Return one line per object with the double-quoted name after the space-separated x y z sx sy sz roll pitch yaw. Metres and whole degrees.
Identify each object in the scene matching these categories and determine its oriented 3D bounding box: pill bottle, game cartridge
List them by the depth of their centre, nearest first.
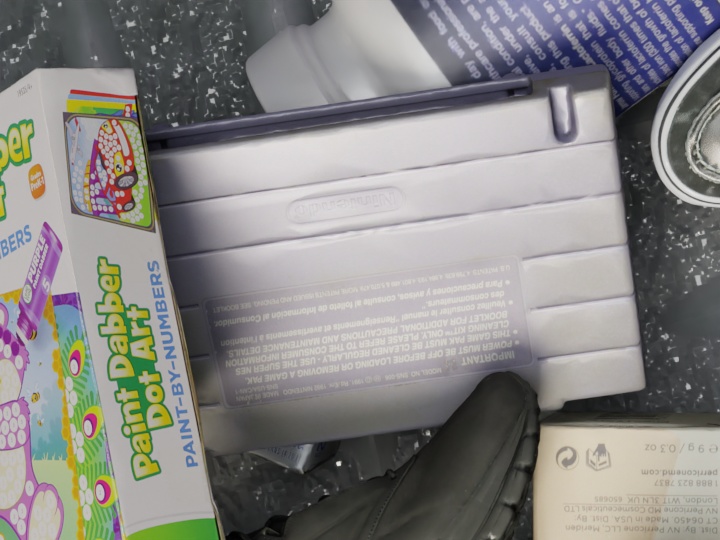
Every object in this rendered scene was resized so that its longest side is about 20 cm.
0.000 0.000 0.918 0.198 0.038 0.130 -8 121 5 "game cartridge"
0.061 -0.101 0.953 0.200 0.116 0.116 -37 84 8 "pill bottle"

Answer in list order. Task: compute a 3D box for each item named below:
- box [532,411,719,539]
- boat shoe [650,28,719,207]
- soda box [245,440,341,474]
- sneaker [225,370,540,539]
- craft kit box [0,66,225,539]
0.108 0.156 0.957 0.077 0.095 0.202 0 89 10 "box"
0.192 -0.072 0.881 0.198 0.068 0.074 -19 102 17 "boat shoe"
-0.095 0.013 1.007 0.199 0.063 0.069 20 95 10 "soda box"
-0.008 0.109 0.881 0.091 0.076 0.200 34 71 9 "sneaker"
-0.128 0.053 0.889 0.200 0.048 0.199 -26 70 49 "craft kit box"
